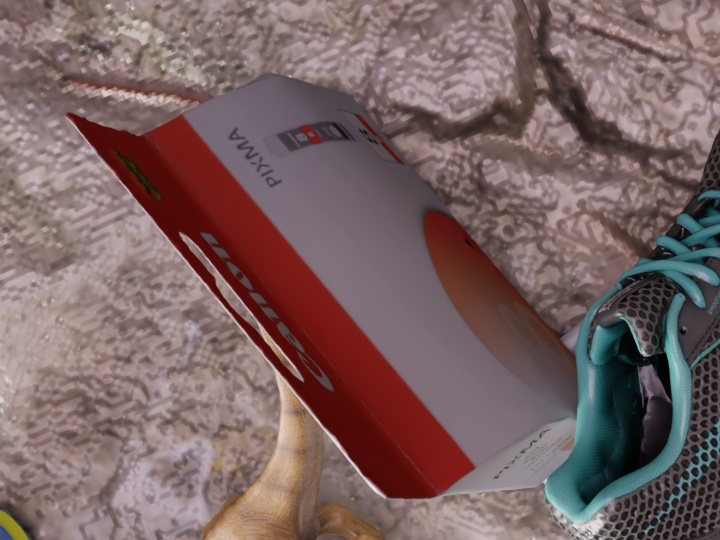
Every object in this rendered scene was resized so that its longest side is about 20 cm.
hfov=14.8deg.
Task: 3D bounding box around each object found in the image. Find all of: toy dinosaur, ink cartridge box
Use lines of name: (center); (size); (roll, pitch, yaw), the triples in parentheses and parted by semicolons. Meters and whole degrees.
toy dinosaur: (-0.031, 0.094, 0.987); (0.106, 0.061, 0.200); (15, 129, -21)
ink cartridge box: (0.000, 0.000, 0.925); (0.050, 0.200, 0.162); (-42, 76, 9)

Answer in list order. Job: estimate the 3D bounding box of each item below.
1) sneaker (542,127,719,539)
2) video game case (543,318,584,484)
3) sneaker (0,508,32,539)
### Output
sneaker: (0.118, 0.016, 0.927); (0.077, 0.091, 0.201); (2, 71, 45)
video game case: (0.176, 0.056, 0.998); (0.200, 0.023, 0.182); (-40, 86, 10)
sneaker: (-0.122, 0.181, 1.029); (0.066, 0.078, 0.201); (-33, 88, 21)
